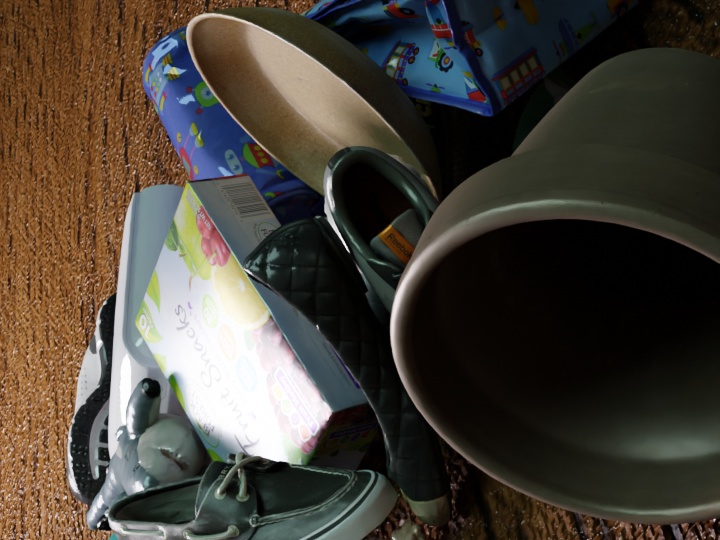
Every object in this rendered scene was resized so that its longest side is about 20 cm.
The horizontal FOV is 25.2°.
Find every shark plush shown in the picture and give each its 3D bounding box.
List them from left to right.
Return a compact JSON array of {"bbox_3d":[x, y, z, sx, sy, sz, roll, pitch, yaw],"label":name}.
[{"bbox_3d":[-0.167,0.145,1.142,0.200,0.091,0.083,-22,34,50],"label":"shark plush"}]

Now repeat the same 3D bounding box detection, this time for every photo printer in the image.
[{"bbox_3d":[-0.158,0.059,1.260,0.167,0.069,0.200,103,168,-46],"label":"photo printer"}]

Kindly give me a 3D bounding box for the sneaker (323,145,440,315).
[{"bbox_3d":[0.042,0.012,0.895,0.074,0.200,0.079,-40,-14,2],"label":"sneaker"}]

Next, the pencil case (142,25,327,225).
[{"bbox_3d":[-0.088,-0.092,1.168,0.087,0.078,0.200,-26,56,-7],"label":"pencil case"}]

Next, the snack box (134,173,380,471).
[{"bbox_3d":[-0.069,0.057,1.051,0.200,0.053,0.142,56,140,30],"label":"snack box"}]

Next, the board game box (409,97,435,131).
[{"bbox_3d":[0.006,-0.091,1.142,0.200,0.023,0.105,127,153,-53],"label":"board game box"}]

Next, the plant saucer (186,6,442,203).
[{"bbox_3d":[-0.021,-0.101,1.011,0.035,0.200,0.200,-52,23,-16],"label":"plant saucer"}]

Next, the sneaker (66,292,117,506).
[{"bbox_3d":[-0.210,0.118,1.376,0.080,0.074,0.200,123,160,-47],"label":"sneaker"}]

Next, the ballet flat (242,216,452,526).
[{"bbox_3d":[-0.002,0.062,0.921,0.057,0.200,0.066,-29,13,-5],"label":"ballet flat"}]

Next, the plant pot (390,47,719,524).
[{"bbox_3d":[0.132,-0.008,0.756,0.200,0.200,0.175,-36,20,43],"label":"plant pot"}]

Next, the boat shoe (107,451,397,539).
[{"bbox_3d":[-0.071,0.146,0.967,0.200,0.064,0.071,-20,20,32],"label":"boat shoe"}]

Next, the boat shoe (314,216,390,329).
[{"bbox_3d":[0.000,0.000,1.045,0.200,0.068,0.057,-148,72,-83],"label":"boat shoe"}]

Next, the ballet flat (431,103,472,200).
[{"bbox_3d":[0.062,-0.095,1.085,0.067,0.046,0.200,127,150,-49],"label":"ballet flat"}]

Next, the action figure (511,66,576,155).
[{"bbox_3d":[0.082,-0.017,0.971,0.200,0.055,0.118,-59,30,20],"label":"action figure"}]

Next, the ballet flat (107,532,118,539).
[{"bbox_3d":[-0.133,0.206,1.138,0.200,0.073,0.073,-31,41,64],"label":"ballet flat"}]

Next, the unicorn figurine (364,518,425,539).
[{"bbox_3d":[-0.024,0.211,0.961,0.200,0.074,0.138,-30,31,28],"label":"unicorn figurine"}]

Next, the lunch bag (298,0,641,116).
[{"bbox_3d":[0.053,-0.172,1.007,0.150,0.094,0.200,-38,25,-27],"label":"lunch bag"}]
